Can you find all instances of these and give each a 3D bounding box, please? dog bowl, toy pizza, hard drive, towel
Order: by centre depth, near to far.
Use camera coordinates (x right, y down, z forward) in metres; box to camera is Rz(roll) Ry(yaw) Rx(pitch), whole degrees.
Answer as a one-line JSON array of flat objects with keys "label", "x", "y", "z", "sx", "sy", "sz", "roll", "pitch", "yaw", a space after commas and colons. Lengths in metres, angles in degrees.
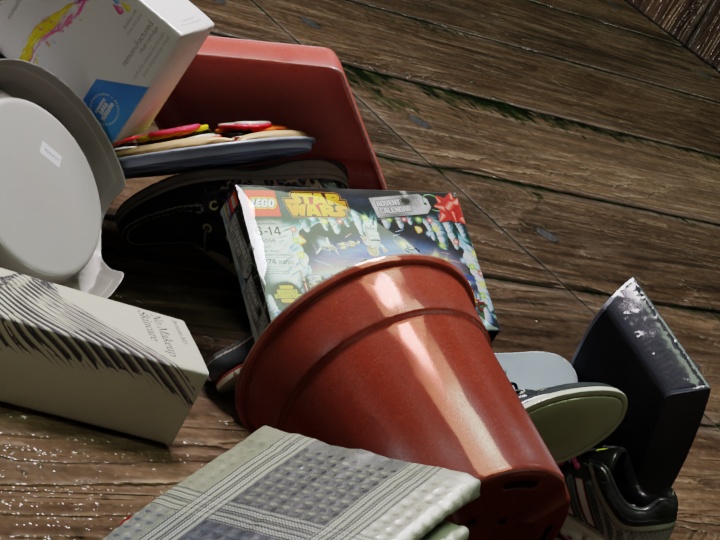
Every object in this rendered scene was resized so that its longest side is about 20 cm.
[{"label": "towel", "x": -0.047, "y": 0.168, "z": 1.356, "sx": 0.193, "sy": 0.035, "sz": 0.200, "roll": 10, "pitch": 30, "yaw": 37}, {"label": "dog bowl", "x": -0.259, "y": -0.056, "z": 1.620, "sx": 0.200, "sy": 0.059, "sz": 0.200, "roll": 34, "pitch": 46, "yaw": -45}, {"label": "toy pizza", "x": -0.137, "y": -0.102, "z": 1.776, "sx": 0.200, "sy": 0.032, "sz": 0.200, "roll": -8, "pitch": 0, "yaw": 0}, {"label": "hard drive", "x": 0.223, "y": 0.114, "z": 1.807, "sx": 0.042, "sy": 0.200, "sz": 0.135, "roll": -18, "pitch": 58, "yaw": -22}]

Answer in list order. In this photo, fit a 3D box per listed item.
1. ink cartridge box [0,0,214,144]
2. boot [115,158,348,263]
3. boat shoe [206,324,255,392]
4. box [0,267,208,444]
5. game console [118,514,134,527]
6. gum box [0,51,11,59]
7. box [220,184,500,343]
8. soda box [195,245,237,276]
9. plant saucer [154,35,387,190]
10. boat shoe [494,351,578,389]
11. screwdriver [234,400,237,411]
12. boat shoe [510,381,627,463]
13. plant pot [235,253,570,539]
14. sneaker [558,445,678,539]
[{"label": "ink cartridge box", "x": -0.231, "y": -0.209, "z": 1.711, "sx": 0.200, "sy": 0.116, "sz": 0.067, "roll": 39, "pitch": 24, "yaw": 7}, {"label": "boot", "x": -0.098, "y": -0.008, "z": 1.817, "sx": 0.203, "sy": 0.073, "sz": 0.154, "roll": -10, "pitch": 65, "yaw": -4}, {"label": "boat shoe", "x": -0.053, "y": 0.030, "z": 1.717, "sx": 0.200, "sy": 0.071, "sz": 0.063, "roll": -34, "pitch": 89, "yaw": -35}, {"label": "box", "x": -0.215, "y": 0.056, "z": 1.525, "sx": 0.200, "sy": 0.068, "sz": 0.082, "roll": 16, "pitch": 23, "yaw": -31}, {"label": "game console", "x": -0.062, "y": 0.239, "z": 1.361, "sx": 0.172, "sy": 0.119, "sz": 0.200, "roll": 56, "pitch": 11, "yaw": -21}, {"label": "gum box", "x": -0.292, "y": -0.194, "z": 1.828, "sx": 0.170, "sy": 0.045, "sz": 0.200, "roll": 41, "pitch": 21, "yaw": 31}, {"label": "box", "x": 0.000, "y": 0.000, "z": 1.696, "sx": 0.200, "sy": 0.040, "sz": 0.137, "roll": 0, "pitch": 55, "yaw": -27}, {"label": "soda box", "x": -0.043, "y": 0.003, "z": 1.897, "sx": 0.200, "sy": 0.068, "sz": 0.064, "roll": 36, "pitch": 19, "yaw": 19}, {"label": "plant saucer", "x": -0.084, "y": -0.138, "z": 1.835, "sx": 0.200, "sy": 0.037, "sz": 0.200, "roll": 8, "pitch": -28, "yaw": 18}, {"label": "boat shoe", "x": 0.081, "y": 0.106, "z": 1.830, "sx": 0.200, "sy": 0.091, "sz": 0.071, "roll": 7, "pitch": 65, "yaw": -1}, {"label": "screwdriver", "x": -0.003, "y": 0.069, "z": 1.648, "sx": 0.028, "sy": 0.200, "sz": 0.029, "roll": -107, "pitch": 175, "yaw": -61}, {"label": "boat shoe", "x": 0.113, "y": 0.123, "z": 1.716, "sx": 0.199, "sy": 0.075, "sz": 0.066, "roll": -21, "pitch": 40, "yaw": -13}, {"label": "plant pot", "x": 0.041, "y": 0.127, "z": 1.552, "sx": 0.201, "sy": 0.201, "sz": 0.195, "roll": 10, "pitch": 35, "yaw": -43}, {"label": "sneaker", "x": 0.177, "y": 0.168, "z": 1.764, "sx": 0.200, "sy": 0.087, "sz": 0.074, "roll": 34, "pitch": 20, "yaw": 13}]
